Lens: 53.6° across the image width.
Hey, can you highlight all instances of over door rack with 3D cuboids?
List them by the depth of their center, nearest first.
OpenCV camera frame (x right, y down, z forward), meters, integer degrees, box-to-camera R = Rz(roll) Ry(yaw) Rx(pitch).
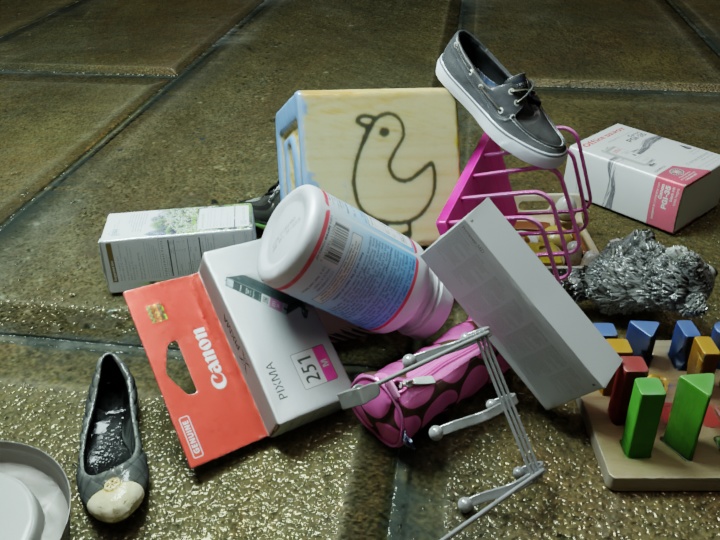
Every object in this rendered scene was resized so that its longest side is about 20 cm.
[{"bbox_3d":[0.068,0.142,0.603,0.066,0.149,0.199,-27,-7,42],"label":"over door rack"}]

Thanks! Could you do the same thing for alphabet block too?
[{"bbox_3d":[0.004,-0.124,0.926,0.197,0.198,0.196,-6,6,-14],"label":"alphabet block"}]

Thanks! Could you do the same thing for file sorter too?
[{"bbox_3d":[0.197,-0.066,0.864,0.124,0.140,0.201,-1,40,33],"label":"file sorter"}]

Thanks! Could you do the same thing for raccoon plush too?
[{"bbox_3d":[0.304,0.031,0.818,0.199,0.097,0.134,-30,11,6],"label":"raccoon plush"}]

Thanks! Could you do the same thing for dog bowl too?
[{"bbox_3d":[-0.330,0.231,0.573,0.197,0.059,0.201,-1,32,1],"label":"dog bowl"}]

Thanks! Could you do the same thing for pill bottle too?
[{"bbox_3d":[0.000,0.000,0.747,0.199,0.109,0.109,27,21,-29],"label":"pill bottle"}]

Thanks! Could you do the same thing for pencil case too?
[{"bbox_3d":[0.088,0.100,0.728,0.199,0.094,0.091,-28,59,-34],"label":"pencil case"}]

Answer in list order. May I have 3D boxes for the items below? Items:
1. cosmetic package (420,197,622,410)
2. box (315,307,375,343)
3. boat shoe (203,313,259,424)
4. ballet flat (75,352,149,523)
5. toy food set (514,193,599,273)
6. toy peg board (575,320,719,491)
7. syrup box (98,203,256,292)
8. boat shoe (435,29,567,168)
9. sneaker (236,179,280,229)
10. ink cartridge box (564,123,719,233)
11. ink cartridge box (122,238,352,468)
[{"bbox_3d":[0.154,0.034,0.691,0.051,0.082,0.201,-38,89,-35],"label":"cosmetic package"},{"bbox_3d":[-0.021,0.035,0.857,0.198,0.069,0.082,-11,32,-14],"label":"box"},{"bbox_3d":[-0.143,0.086,0.792,0.074,0.093,0.202,9,57,-18],"label":"boat shoe"},{"bbox_3d":[-0.243,0.158,0.684,0.066,0.057,0.200,-12,34,-15],"label":"ballet flat"},{"bbox_3d":[0.261,-0.051,0.988,0.142,0.061,0.201,-1,33,0],"label":"toy food set"},{"bbox_3d":[0.324,0.107,0.707,0.197,0.099,0.200,0,33,1],"label":"toy peg board"},{"bbox_3d":[-0.239,-0.032,0.957,0.197,0.082,0.079,-6,31,-7],"label":"syrup box"},{"bbox_3d":[0.168,-0.202,0.817,0.069,0.067,0.201,-23,63,-32],"label":"boat shoe"},{"bbox_3d":[-0.111,-0.122,1.091,0.199,0.085,0.076,-25,39,-33],"label":"sneaker"},{"bbox_3d":[0.441,-0.149,1.114,0.146,0.084,0.199,-26,40,-33],"label":"ink cartridge box"},{"bbox_3d":[-0.124,0.073,0.724,0.172,0.044,0.201,-16,68,-32],"label":"ink cartridge box"}]
